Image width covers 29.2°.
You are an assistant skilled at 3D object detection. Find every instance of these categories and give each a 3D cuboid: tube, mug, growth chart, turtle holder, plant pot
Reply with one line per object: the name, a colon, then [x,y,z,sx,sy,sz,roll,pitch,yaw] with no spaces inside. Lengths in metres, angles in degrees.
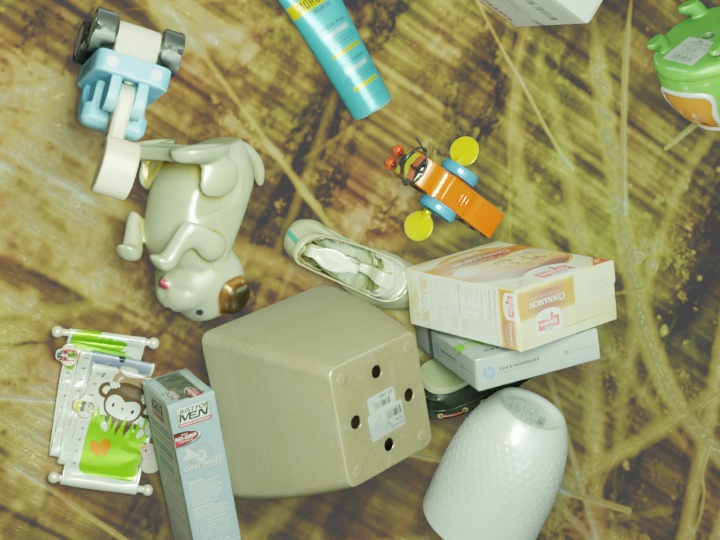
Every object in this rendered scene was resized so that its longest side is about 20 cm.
tube: [-0.034,-0.272,1.591,0.077,0.050,0.201,-37,105,-22]
mug: [0.185,0.232,1.694,0.147,0.199,0.177,31,116,19]
growth chart: [-0.291,0.164,1.600,0.143,0.018,0.203,2,100,-20]
turtle holder: [0.446,-0.261,1.716,0.186,0.139,0.133,-60,135,-42]
plant pot: [-0.034,0.143,1.559,0.199,0.176,0.203,-22,107,-40]

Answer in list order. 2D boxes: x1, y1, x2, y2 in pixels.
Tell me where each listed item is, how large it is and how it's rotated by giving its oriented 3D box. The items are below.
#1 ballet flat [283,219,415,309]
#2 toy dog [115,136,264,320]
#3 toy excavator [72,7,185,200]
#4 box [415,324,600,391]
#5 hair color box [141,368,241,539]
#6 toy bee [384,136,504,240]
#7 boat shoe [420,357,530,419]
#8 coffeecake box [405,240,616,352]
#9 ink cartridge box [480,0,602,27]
ballet flat: [0.000,0.000,1.639,0.198,0.069,0.070,22,93,-21]
toy dog: [-0.187,-0.044,1.546,0.193,0.138,0.203,-18,110,-58]
toy excavator: [-0.251,-0.166,1.445,0.099,0.194,0.203,14,81,-21]
box: [0.169,0.080,1.638,0.154,0.200,0.042,-13,106,-14]
hair color box: [-0.193,0.226,1.591,0.060,0.099,0.203,-16,109,-23]
toy bee: [0.087,-0.114,1.640,0.131,0.108,0.201,-42,135,-15]
boat shoe: [0.160,0.125,1.720,0.199,0.074,0.064,-19,134,-21]
coffeecake box: [0.173,0.026,1.610,0.152,0.199,0.074,-15,106,-34]
ink cartridge box: [0.195,-0.376,1.562,0.146,0.200,0.146,32,87,-20]
